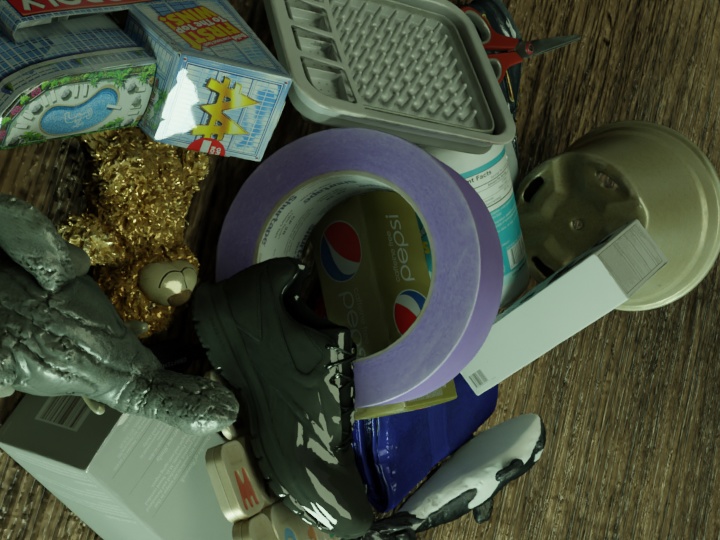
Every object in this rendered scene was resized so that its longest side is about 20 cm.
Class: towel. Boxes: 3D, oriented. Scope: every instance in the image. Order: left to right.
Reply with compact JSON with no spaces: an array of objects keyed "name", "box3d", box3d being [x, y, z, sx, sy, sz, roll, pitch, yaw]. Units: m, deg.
[{"name":"towel","box3d":[0.059,0.115,1.029,0.200,0.049,0.148,-31,124,-45]}]

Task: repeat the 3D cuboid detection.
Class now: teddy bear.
[{"name":"teddy bear","box3d":[-0.146,-0.051,0.724,0.145,0.067,0.201,-1,91,-74]}]

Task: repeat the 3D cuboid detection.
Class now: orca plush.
[{"name":"orca plush","box3d":[0.111,0.219,1.047,0.200,0.105,0.071,-39,112,-39]}]

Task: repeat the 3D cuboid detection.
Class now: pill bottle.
[{"name":"pill bottle","box3d":[0.082,-0.066,0.980,0.111,0.111,0.201,-37,121,-42]}]

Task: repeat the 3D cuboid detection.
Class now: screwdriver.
[{"name":"screwdriver","box3d":[-0.105,0.059,0.837,0.200,0.028,0.029,-7,71,-51]}]

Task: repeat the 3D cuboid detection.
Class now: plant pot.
[{"name":"plant pot","box3d":[0.241,-0.050,1.080,0.183,0.200,0.201,-9,102,-60]}]

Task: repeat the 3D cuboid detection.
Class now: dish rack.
[{"name":"dish rack","box3d":[0.016,-0.161,0.859,0.199,0.044,0.172,7,50,-29]}]

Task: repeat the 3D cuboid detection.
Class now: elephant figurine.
[{"name":"elephant figurine","box3d":[-0.186,0.022,0.590,0.155,0.200,0.142,-17,110,-42]}]

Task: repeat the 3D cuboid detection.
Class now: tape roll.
[{"name":"tape roll","box3d":[0.000,0.000,0.807,0.085,0.199,0.201,13,84,-72]}]

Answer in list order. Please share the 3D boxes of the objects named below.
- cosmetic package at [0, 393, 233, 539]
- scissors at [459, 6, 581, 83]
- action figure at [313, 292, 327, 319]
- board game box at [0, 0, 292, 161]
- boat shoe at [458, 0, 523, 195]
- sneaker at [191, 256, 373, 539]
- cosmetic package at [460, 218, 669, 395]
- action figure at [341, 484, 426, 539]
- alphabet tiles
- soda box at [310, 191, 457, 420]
[{"name":"cosmetic package","box3d":[-0.138,0.148,0.745,0.090,0.107,0.200,-60,136,-27]},{"name":"scissors","box3d":[0.149,-0.200,1.027,0.200,0.014,0.073,-1,84,-45]},{"name":"action figure","box3d":[-0.032,0.078,0.912,0.065,0.052,0.200,52,54,-36]},{"name":"board game box","box3d":[-0.147,-0.135,0.629,0.200,0.200,0.062,-21,145,-48]},{"name":"boat shoe","box3d":[0.129,-0.162,1.055,0.091,0.071,0.201,-37,120,-37]},{"name":"sneaker","box3d":[-0.035,0.083,0.732,0.200,0.091,0.076,62,11,0]},{"name":"cosmetic package","box3d":[0.169,0.034,0.961,0.082,0.200,0.051,-30,82,-44]},{"name":"action figure","box3d":[0.016,0.283,0.941,0.118,0.102,0.201,-18,122,-4]},{"name":"alphabet tiles","box3d":[-0.050,0.156,0.769,0.196,0.015,0.200,69,14,6]},{"name":"soda box","box3d":[0.013,0.016,0.890,0.064,0.068,0.201,-3,78,-44]}]
